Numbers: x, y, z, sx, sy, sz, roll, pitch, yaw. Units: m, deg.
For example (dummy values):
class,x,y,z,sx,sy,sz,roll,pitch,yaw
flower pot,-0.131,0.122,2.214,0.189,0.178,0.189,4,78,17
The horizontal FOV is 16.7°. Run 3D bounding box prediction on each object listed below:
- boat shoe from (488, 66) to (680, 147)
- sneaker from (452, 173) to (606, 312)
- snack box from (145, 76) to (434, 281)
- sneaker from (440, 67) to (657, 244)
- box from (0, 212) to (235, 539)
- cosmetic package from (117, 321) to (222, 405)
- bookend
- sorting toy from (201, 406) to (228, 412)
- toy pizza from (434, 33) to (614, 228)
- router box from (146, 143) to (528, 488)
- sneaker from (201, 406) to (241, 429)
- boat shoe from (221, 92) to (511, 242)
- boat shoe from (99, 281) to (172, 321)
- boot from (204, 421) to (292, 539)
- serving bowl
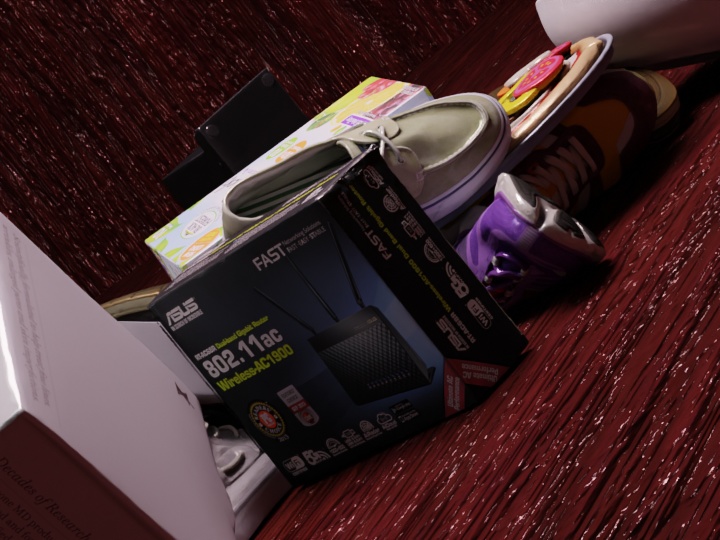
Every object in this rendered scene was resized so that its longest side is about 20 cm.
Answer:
class,x,y,z,sx,sy,sz,roll,pitch,yaw
boat shoe,0.164,-0.104,1.771,0.073,0.065,0.200,-39,25,-24
sneaker,0.090,0.001,1.513,0.084,0.080,0.200,-54,1,-14
snack box,-0.040,-0.051,1.639,0.200,0.053,0.142,-37,14,-8
sneaker,0.124,-0.052,1.651,0.200,0.075,0.090,-44,12,13
box,-0.176,0.109,1.324,0.131,0.200,0.199,-36,34,11
cosmetic package,-0.095,0.062,1.614,0.199,0.052,0.151,1,-8,-17
bookend,-0.089,-0.038,2.073,0.092,0.199,0.200,-45,9,-33
sorting toy,-0.121,0.104,1.854,0.199,0.070,0.200,-40,7,-15
toy pizza,0.091,-0.096,1.652,0.200,0.032,0.200,-44,7,6
router box,-0.017,0.032,1.453,0.200,0.150,0.062,-31,11,49
sneaker,-0.165,0.169,1.655,0.200,0.071,0.098,-39,7,-20
boat shoe,0.005,-0.058,1.530,0.199,0.072,0.062,-28,-25,-8
boat shoe,-0.105,0.034,1.735,0.200,0.066,0.072,-15,3,18
boot,-0.093,0.113,1.541,0.073,0.096,0.200,-34,8,26
serving bowl,0.230,-0.183,1.776,0.199,0.066,0.200,-10,-2,0
